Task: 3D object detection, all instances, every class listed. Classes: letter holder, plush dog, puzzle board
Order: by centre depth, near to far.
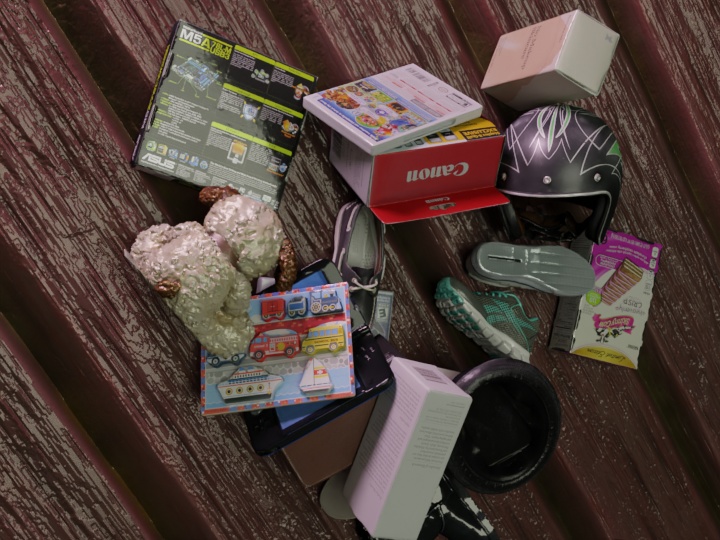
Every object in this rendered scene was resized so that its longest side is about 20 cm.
[{"bbox_3d":[-0.171,-0.018,1.146,0.172,0.161,0.200,-42,82,-11],"label":"plush dog"},{"bbox_3d":[-0.108,0.097,1.196,0.198,0.017,0.152,-9,64,9],"label":"puzzle board"},{"bbox_3d":[-0.009,0.209,1.267,0.199,0.101,0.143,-32,116,-11],"label":"letter holder"}]

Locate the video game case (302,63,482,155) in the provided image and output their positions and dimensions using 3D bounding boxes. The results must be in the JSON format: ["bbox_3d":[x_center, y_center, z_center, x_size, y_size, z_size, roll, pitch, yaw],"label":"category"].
[{"bbox_3d":[0.044,-0.217,1.254,0.199,0.143,0.018,-24,138,-34],"label":"video game case"}]

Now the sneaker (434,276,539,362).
[{"bbox_3d":[0.189,0.059,1.390,0.200,0.077,0.092,41,68,-28],"label":"sneaker"}]

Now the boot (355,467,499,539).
[{"bbox_3d":[0.098,0.381,1.359,0.162,0.073,0.199,-37,99,-20],"label":"boot"}]

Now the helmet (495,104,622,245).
[{"bbox_3d":[0.275,-0.138,1.329,0.199,0.200,0.192,-33,136,-18],"label":"helmet"}]

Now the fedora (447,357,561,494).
[{"bbox_3d":[0.178,0.202,1.300,0.199,0.092,0.202,-6,109,-18],"label":"fedora"}]

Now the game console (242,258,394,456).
[{"bbox_3d":[-0.082,0.107,1.205,0.199,0.171,0.119,-29,122,-1],"label":"game console"}]

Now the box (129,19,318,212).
[{"bbox_3d":[-0.174,-0.195,1.227,0.199,0.047,0.195,18,84,-23],"label":"box"}]

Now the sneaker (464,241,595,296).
[{"bbox_3d":[0.249,-0.005,1.399,0.198,0.071,0.074,13,79,-14],"label":"sneaker"}]

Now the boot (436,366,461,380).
[{"bbox_3d":[0.151,0.227,1.377,0.199,0.072,0.145,26,84,-26],"label":"boot"}]

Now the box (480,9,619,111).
[{"bbox_3d":[0.261,-0.289,1.325,0.077,0.200,0.096,24,83,-21],"label":"box"}]

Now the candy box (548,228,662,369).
[{"bbox_3d":[0.381,0.041,1.470,0.135,0.061,0.202,14,88,-23],"label":"candy box"}]

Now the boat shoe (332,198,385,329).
[{"bbox_3d":[0.000,0.000,1.285,0.073,0.060,0.202,11,77,-23],"label":"boat shoe"}]

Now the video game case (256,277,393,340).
[{"bbox_3d":[-0.055,0.110,1.306,0.198,0.023,0.184,6,90,-24],"label":"video game case"}]

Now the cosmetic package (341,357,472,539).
[{"bbox_3d":[0.056,0.224,1.187,0.071,0.101,0.201,15,102,-28],"label":"cosmetic package"}]

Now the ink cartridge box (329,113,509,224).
[{"bbox_3d":[0.084,-0.152,1.262,0.198,0.176,0.084,-12,130,-23],"label":"ink cartridge box"}]

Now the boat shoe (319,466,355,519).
[{"bbox_3d":[0.039,0.279,1.330,0.199,0.093,0.075,-33,80,12],"label":"boat shoe"}]
